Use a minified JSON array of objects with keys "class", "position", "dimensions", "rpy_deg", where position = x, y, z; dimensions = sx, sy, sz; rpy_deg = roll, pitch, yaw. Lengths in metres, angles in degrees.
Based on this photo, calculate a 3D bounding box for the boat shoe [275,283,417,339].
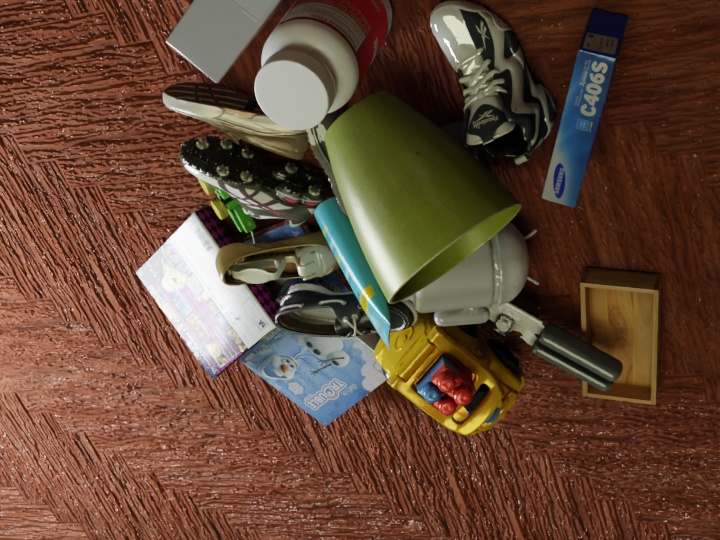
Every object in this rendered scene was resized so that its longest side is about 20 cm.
[{"class":"boat shoe","position":[-0.022,0.060,1.559],"dimensions":[0.199,0.060,0.074],"rpy_deg":[8,131,25]}]

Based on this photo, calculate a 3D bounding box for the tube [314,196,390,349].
[{"class":"tube","position":[0.000,0.000,1.500],"dimensions":[0.050,0.201,0.078],"rpy_deg":[-23,158,-4]}]

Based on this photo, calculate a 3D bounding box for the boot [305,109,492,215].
[{"class":"boot","position":[0.048,-0.154,1.435],"dimensions":[0.199,0.073,0.183],"rpy_deg":[-9,125,31]}]

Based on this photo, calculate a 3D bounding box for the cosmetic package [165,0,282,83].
[{"class":"cosmetic package","position":[-0.130,-0.322,1.342],"dimensions":[0.090,0.107,0.200],"rpy_deg":[39,131,-13]}]

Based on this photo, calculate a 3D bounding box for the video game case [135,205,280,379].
[{"class":"video game case","position":[-0.218,0.035,1.688],"dimensions":[0.201,0.036,0.181],"rpy_deg":[53,131,3]}]

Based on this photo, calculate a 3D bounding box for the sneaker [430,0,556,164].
[{"class":"sneaker","position":[0.140,-0.201,1.312],"dimensions":[0.079,0.130,0.200],"rpy_deg":[-21,118,33]}]

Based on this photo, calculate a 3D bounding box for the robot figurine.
[{"class":"robot figurine","position":[0.126,-0.009,1.475],"dimensions":[0.198,0.113,0.171],"rpy_deg":[-5,117,-2]}]

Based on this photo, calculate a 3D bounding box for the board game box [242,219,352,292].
[{"class":"board game box","position":[-0.070,0.014,1.663],"dimensions":[0.102,0.019,0.200],"rpy_deg":[-18,120,36]}]

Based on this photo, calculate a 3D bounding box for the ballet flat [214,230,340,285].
[{"class":"ballet flat","position":[-0.097,-0.008,1.582],"dimensions":[0.198,0.063,0.069],"rpy_deg":[-8,124,1]}]

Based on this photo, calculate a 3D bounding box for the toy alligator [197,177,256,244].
[{"class":"toy alligator","position":[-0.173,-0.095,1.593],"dimensions":[0.054,0.059,0.201],"rpy_deg":[41,160,55]}]

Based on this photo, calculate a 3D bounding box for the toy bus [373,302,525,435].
[{"class":"toy bus","position":[0.130,0.150,1.555],"dimensions":[0.200,0.192,0.136],"rpy_deg":[38,100,-14]}]

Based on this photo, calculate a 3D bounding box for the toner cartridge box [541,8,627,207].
[{"class":"toner cartridge box","position":[0.250,-0.179,1.310],"dimensions":[0.043,0.095,0.201],"rpy_deg":[16,132,10]}]

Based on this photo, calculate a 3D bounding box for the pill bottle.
[{"class":"pill bottle","position":[-0.043,-0.246,1.303],"dimensions":[0.111,0.201,0.113],"rpy_deg":[12,133,13]}]

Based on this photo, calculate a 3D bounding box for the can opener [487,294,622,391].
[{"class":"can opener","position":[0.252,0.085,1.534],"dimensions":[0.199,0.067,0.053],"rpy_deg":[32,146,9]}]

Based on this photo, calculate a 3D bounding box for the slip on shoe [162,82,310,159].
[{"class":"slip on shoe","position":[-0.157,-0.190,1.488],"dimensions":[0.198,0.076,0.061],"rpy_deg":[11,121,4]}]

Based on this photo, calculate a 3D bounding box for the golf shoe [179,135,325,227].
[{"class":"golf shoe","position":[-0.146,-0.108,1.521],"dimensions":[0.199,0.078,0.088],"rpy_deg":[19,135,-16]}]

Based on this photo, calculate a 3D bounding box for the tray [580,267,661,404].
[{"class":"tray","position":[0.342,0.088,1.540],"dimensions":[0.098,0.037,0.201],"rpy_deg":[6,130,19]}]

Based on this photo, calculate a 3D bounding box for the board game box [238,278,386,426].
[{"class":"board game box","position":[-0.068,0.117,1.708],"dimensions":[0.199,0.043,0.200],"rpy_deg":[38,133,-11]}]

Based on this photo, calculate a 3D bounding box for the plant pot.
[{"class":"plant pot","position":[0.050,-0.098,1.340],"dimensions":[0.201,0.187,0.187],"rpy_deg":[54,133,9]}]
